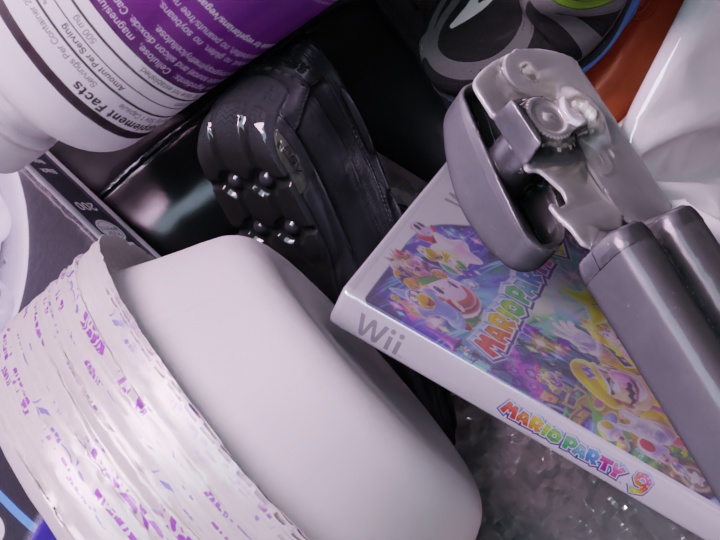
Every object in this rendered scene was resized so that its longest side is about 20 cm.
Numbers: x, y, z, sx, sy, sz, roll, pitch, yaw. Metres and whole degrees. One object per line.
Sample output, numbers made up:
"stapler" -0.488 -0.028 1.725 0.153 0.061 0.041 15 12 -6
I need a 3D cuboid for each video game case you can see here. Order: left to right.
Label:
"video game case" 0.098 0.035 0.713 0.199 0.143 0.018 30 119 6

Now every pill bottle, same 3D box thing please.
"pill bottle" -0.080 -0.122 0.725 0.199 0.112 0.113 -32 68 19

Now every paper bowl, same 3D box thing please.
"paper bowl" -0.034 0.069 0.684 0.104 0.201 0.201 -43 66 4

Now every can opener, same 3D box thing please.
"can opener" 0.096 0.009 0.674 0.201 0.053 0.067 60 140 17

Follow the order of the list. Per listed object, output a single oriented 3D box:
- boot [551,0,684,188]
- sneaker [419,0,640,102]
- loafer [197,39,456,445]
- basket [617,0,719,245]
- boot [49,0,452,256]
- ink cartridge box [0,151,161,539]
"boot" 0.106 -0.135 0.787 0.201 0.107 0.075 -58 27 -4
"sneaker" 0.083 -0.128 0.698 0.199 0.082 0.071 -34 64 45
"loafer" 0.000 0.000 0.775 0.068 0.202 0.071 5 42 38
"basket" 0.200 -0.072 0.734 0.135 0.123 0.201 27 87 25
"boot" -0.042 -0.039 0.848 0.199 0.066 0.166 -34 57 6
"ink cartridge box" -0.148 0.064 0.847 0.200 0.043 0.199 40 113 24
